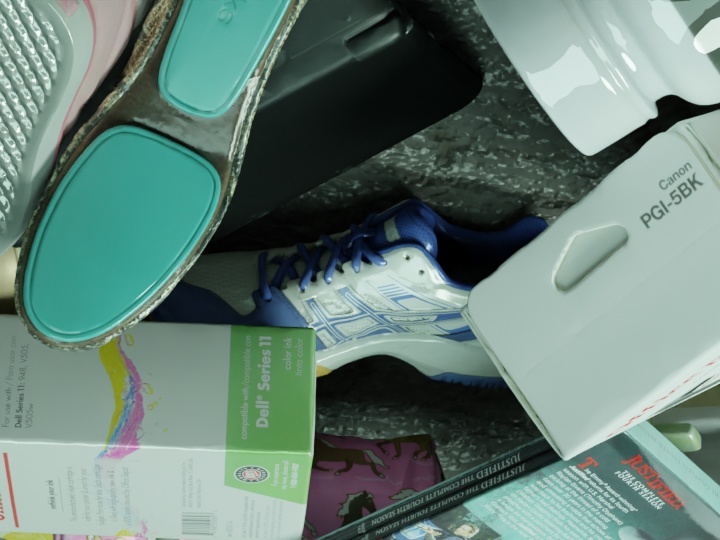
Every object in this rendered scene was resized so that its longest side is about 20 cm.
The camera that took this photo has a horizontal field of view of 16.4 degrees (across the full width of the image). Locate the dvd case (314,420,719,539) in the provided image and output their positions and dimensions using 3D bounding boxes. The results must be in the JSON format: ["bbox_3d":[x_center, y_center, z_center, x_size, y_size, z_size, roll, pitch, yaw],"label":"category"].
[{"bbox_3d":[0.083,0.141,1.177,0.200,0.022,0.146,-27,129,31],"label":"dvd case"}]

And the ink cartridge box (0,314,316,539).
[{"bbox_3d":[-0.123,0.073,1.151,0.200,0.067,0.117,3,153,-3],"label":"ink cartridge box"}]

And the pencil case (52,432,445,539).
[{"bbox_3d":[-0.052,0.126,1.240,0.200,0.083,0.087,-2,130,-2],"label":"pencil case"}]

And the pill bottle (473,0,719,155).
[{"bbox_3d":[0.146,-0.135,0.954,0.200,0.114,0.114,-33,129,12],"label":"pill bottle"}]

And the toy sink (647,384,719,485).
[{"bbox_3d":[0.166,0.114,1.253,0.112,0.130,0.200,-3,136,7],"label":"toy sink"}]

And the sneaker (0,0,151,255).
[{"bbox_3d":[-0.140,-0.081,1.013,0.075,0.105,0.200,33,138,-6],"label":"sneaker"}]

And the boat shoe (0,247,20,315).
[{"bbox_3d":[-0.217,0.020,1.180,0.064,0.071,0.200,-9,164,-39],"label":"boat shoe"}]

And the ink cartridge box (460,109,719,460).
[{"bbox_3d":[0.162,-0.009,1.068,0.200,0.083,0.147,-19,163,-50],"label":"ink cartridge box"}]

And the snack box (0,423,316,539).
[{"bbox_3d":[-0.142,0.090,1.301,0.200,0.053,0.142,23,132,-21],"label":"snack box"}]

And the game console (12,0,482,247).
[{"bbox_3d":[-0.075,-0.094,1.092,0.200,0.116,0.176,-28,102,14],"label":"game console"}]

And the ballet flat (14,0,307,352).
[{"bbox_3d":[-0.074,-0.060,0.999,0.068,0.075,0.200,27,95,-8],"label":"ballet flat"}]

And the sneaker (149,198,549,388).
[{"bbox_3d":[0.000,0.000,1.189,0.200,0.075,0.088,1,131,-12],"label":"sneaker"}]
